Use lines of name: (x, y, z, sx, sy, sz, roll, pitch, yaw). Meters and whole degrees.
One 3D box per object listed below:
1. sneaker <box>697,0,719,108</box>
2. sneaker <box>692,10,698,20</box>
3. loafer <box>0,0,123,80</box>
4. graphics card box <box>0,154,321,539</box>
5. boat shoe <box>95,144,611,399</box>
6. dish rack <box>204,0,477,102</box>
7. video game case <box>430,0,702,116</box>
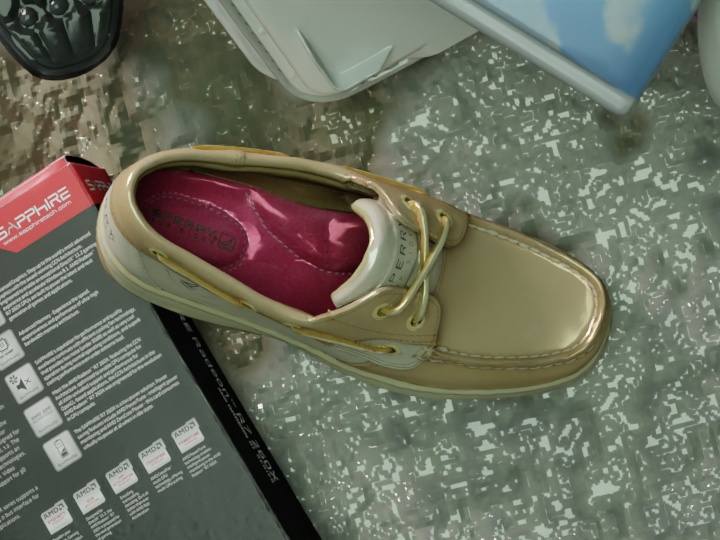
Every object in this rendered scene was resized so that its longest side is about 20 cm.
sneaker: (0.176, -0.130, 0.809, 0.073, 0.085, 0.200, 12, 110, -30)
sneaker: (0.180, -0.154, 0.900, 0.200, 0.080, 0.089, -31, 127, -8)
loafer: (-0.140, -0.165, 0.964, 0.068, 0.070, 0.201, -21, 80, -6)
graphics card box: (-0.108, 0.072, 0.963, 0.125, 0.051, 0.200, -33, 82, 9)
boat shoe: (0.000, 0.000, 0.913, 0.200, 0.069, 0.074, 11, 77, -4)
dish rack: (0.007, -0.147, 0.875, 0.171, 0.200, 0.044, -29, 47, 8)
video game case: (0.050, -0.177, 0.792, 0.200, 0.022, 0.182, 31, 103, -5)
